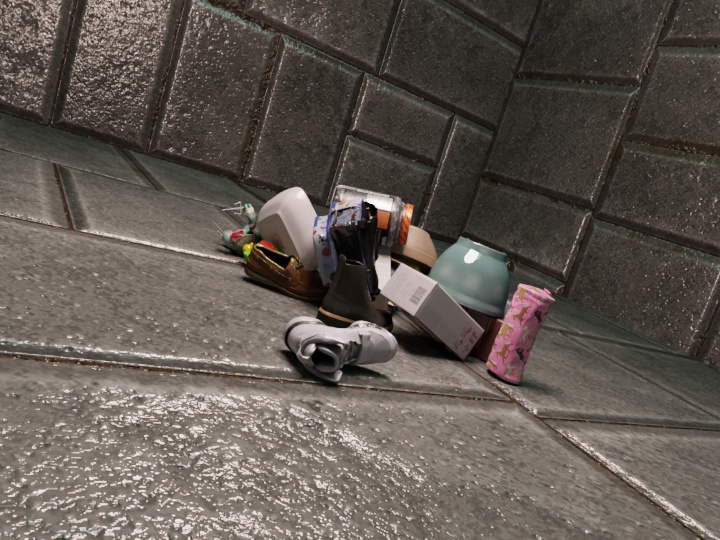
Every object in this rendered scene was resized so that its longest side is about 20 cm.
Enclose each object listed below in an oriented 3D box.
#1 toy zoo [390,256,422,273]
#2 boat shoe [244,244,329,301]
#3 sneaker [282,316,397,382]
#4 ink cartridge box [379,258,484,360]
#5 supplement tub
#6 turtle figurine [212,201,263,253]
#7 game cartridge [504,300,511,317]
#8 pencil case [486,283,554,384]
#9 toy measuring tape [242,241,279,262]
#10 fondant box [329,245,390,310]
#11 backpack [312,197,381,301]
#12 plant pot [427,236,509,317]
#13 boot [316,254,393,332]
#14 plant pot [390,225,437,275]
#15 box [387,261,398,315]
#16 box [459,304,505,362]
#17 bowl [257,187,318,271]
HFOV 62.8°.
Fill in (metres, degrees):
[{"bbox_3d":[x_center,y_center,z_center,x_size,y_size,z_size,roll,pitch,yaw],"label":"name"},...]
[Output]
[{"bbox_3d":[0.090,-0.012,1.583,0.195,0.021,0.131,21,-7,11],"label":"toy zoo"},{"bbox_3d":[-0.154,0.006,1.286,0.195,0.069,0.073,19,29,-12],"label":"boat shoe"},{"bbox_3d":[-0.021,0.129,0.933,0.195,0.077,0.115,10,13,-19],"label":"sneaker"},{"bbox_3d":[0.143,0.081,1.271,0.199,0.085,0.175,42,-5,-35],"label":"ink cartridge box"},{"bbox_3d":[0.025,-0.129,1.434,0.194,0.126,0.123,12,9,3],"label":"supplement tub"},{"bbox_3d":[-0.295,-0.089,1.504,0.198,0.148,0.103,11,55,-50],"label":"turtle figurine"},{"bbox_3d":[0.291,0.108,1.465,0.197,0.136,0.040,24,4,31],"label":"game cartridge"},{"bbox_3d":[0.333,0.129,1.231,0.081,0.205,0.086,23,9,23],"label":"pencil case"},{"bbox_3d":[-0.193,-0.017,1.388,0.197,0.075,0.073,27,12,19],"label":"toy measuring tape"},{"bbox_3d":[0.000,0.000,1.411,0.140,0.059,0.202,8,36,-3],"label":"fondant box"},{"bbox_3d":[-0.025,-0.060,1.298,0.149,0.205,0.192,1,33,10],"label":"backpack"},{"bbox_3d":[0.260,0.005,1.356,0.196,0.137,0.200,21,7,-3],"label":"plant pot"},{"bbox_3d":[0.013,0.052,1.212,0.197,0.142,0.077,10,12,-47],"label":"boot"},{"bbox_3d":[0.128,-0.063,1.585,0.196,0.095,0.201,20,-10,3],"label":"plant pot"},{"bbox_3d":[0.015,0.019,1.483,0.196,0.038,0.138,21,47,10],"label":"box"},{"bbox_3d":[0.266,0.134,1.374,0.074,0.103,0.198,9,14,-45],"label":"box"},{"bbox_3d":[-0.170,-0.082,1.419,0.074,0.204,0.198,-32,11,-35],"label":"bowl"}]
